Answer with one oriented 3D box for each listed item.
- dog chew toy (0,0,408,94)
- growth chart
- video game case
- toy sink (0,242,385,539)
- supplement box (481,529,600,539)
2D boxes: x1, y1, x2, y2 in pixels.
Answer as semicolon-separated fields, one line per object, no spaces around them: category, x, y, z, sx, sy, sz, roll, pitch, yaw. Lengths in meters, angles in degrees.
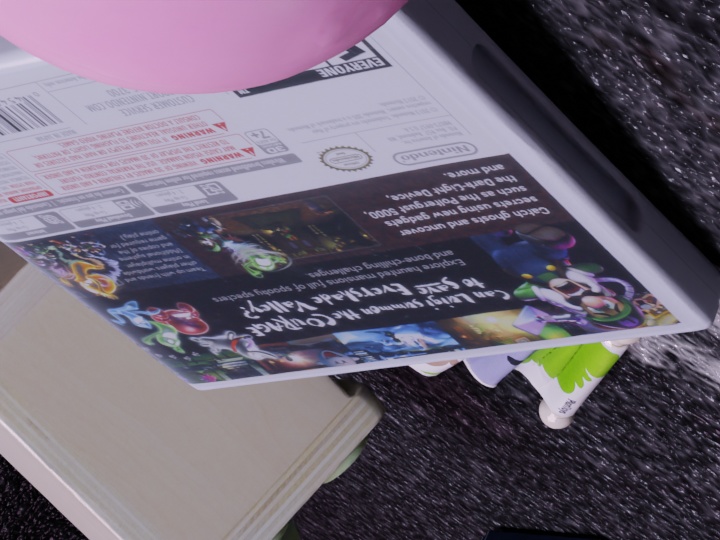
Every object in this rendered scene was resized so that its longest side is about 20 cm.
dog chew toy;-0.015;-0.101;0.461;0.124;0.125;0.200;41;161;-13
growth chart;0.000;0.000;0.945;0.199;0.018;0.145;24;160;6
video game case;-0.025;-0.024;0.775;0.200;0.023;0.182;-9;145;36
toy sink;-0.073;0.062;1.087;0.200;0.112;0.130;46;169;-12
supplement box;0.126;0.245;1.348;0.200;0.134;0.200;40;169;-7
